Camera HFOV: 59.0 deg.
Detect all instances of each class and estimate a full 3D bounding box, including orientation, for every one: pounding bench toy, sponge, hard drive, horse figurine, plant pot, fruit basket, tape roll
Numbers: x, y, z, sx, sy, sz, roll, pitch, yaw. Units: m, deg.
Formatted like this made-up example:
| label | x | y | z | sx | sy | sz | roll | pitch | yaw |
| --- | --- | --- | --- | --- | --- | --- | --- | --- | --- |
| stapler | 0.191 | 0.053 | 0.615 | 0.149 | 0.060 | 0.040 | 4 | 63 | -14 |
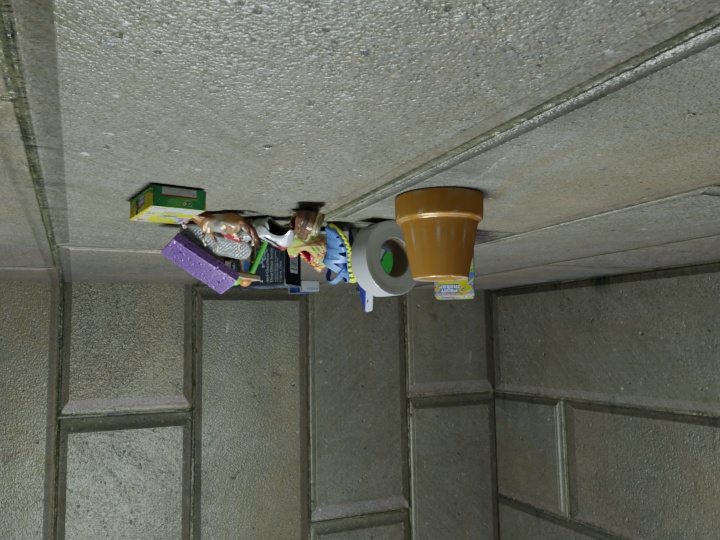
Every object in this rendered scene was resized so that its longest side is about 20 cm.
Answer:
| label | x | y | z | sx | sy | sz | roll | pitch | yaw |
| --- | --- | --- | --- | --- | --- | --- | --- | --- | --- |
| pounding bench toy | -0.334 | -0.035 | 1.808 | 0.198 | 0.158 | 0.124 | -4 | 173 | 20 |
| sponge | -0.428 | -0.017 | 1.698 | 0.199 | 0.030 | 0.111 | 37 | 145 | -17 |
| hard drive | 0.000 | 0.000 | 1.819 | 0.025 | 0.202 | 0.132 | -12 | 151 | -6 |
| horse figurine | -0.337 | -0.100 | 1.563 | 0.198 | 0.050 | 0.133 | 2 | 137 | 11 |
| plant pot | 0.178 | -0.072 | 1.420 | 0.198 | 0.186 | 0.200 | -1 | 174 | 0 |
| fruit basket | 0.042 | -0.013 | 2.101 | 0.093 | 0.186 | 0.199 | 37 | 159 | -27 |
| tape roll | 0.071 | -0.032 | 1.711 | 0.201 | 0.205 | 0.070 | 4 | 173 | -37 |

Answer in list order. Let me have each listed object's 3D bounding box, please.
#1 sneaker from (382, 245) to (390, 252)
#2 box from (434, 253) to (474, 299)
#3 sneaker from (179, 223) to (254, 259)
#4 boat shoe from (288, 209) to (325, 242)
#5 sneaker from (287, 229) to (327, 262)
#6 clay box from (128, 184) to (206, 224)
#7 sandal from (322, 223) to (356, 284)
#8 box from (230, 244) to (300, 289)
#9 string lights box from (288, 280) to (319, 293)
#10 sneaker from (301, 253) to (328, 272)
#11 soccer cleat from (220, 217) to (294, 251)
| label | x | y | z | sx | sy | sz | roll | pitch | yaw |
| --- | --- | --- | --- | --- | --- | --- | --- | --- | --- |
| sneaker | 0.084 | -0.078 | 1.887 | 0.081 | 0.071 | 0.199 | -8 | 170 | 29 |
| box | 0.288 | -0.014 | 1.946 | 0.121 | 0.195 | 0.200 | -2 | 173 | 9 |
| sneaker | -0.378 | -0.084 | 1.696 | 0.198 | 0.079 | 0.080 | 16 | -152 | 2 |
| boat shoe | -0.138 | -0.117 | 1.541 | 0.067 | 0.073 | 0.200 | 21 | 173 | -12 |
| sneaker | -0.129 | -0.067 | 1.790 | 0.198 | 0.091 | 0.078 | 2 | 172 | -35 |
| clay box | -0.419 | -0.137 | 1.363 | 0.114 | 0.048 | 0.199 | 3 | 174 | -34 |
| sandal | -0.067 | -0.036 | 1.753 | 0.086 | 0.202 | 0.080 | -24 | -147 | -14 |
| box | -0.295 | -0.021 | 1.987 | 0.198 | 0.150 | 0.107 | -4 | 173 | 23 |
| string lights box | -0.311 | 0.092 | 3.461 | 0.102 | 0.060 | 0.199 | 2 | 173 | -29 |
| sneaker | -0.146 | -0.041 | 2.102 | 0.199 | 0.091 | 0.078 | 6 | 172 | -41 |
| soccer cleat | -0.264 | -0.107 | 1.626 | 0.198 | 0.069 | 0.086 | 13 | 139 | -8 |
